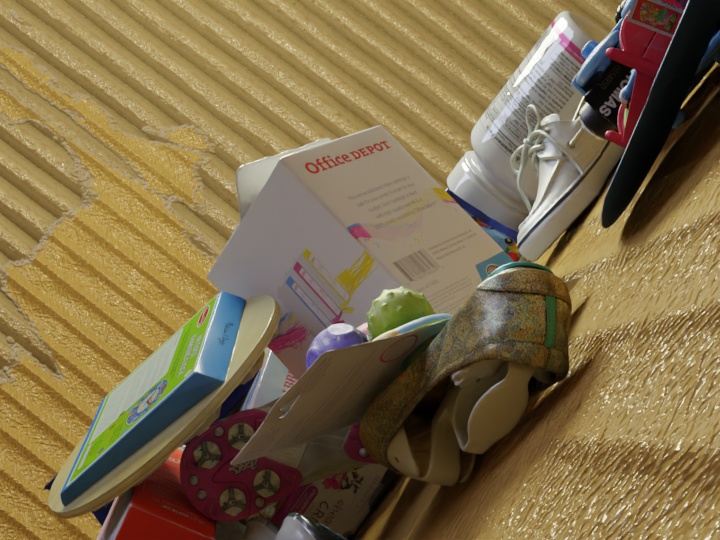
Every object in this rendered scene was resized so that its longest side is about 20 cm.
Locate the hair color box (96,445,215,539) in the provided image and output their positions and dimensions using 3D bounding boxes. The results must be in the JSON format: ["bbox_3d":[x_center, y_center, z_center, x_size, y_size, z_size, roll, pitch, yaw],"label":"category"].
[{"bbox_3d":[-0.142,0.183,0.923,0.200,0.061,0.102,-130,64,-80],"label":"hair color box"}]

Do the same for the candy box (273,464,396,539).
[{"bbox_3d":[-0.017,0.161,1.099,0.137,0.061,0.200,-55,0,2],"label":"candy box"}]

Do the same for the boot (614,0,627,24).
[{"bbox_3d":[0.269,-0.232,1.112,0.158,0.079,0.211,-53,0,-4],"label":"boot"}]

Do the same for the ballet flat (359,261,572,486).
[{"bbox_3d":[0.050,0.073,0.713,0.071,0.071,0.200,-52,-3,-41],"label":"ballet flat"}]

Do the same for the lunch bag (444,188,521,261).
[{"bbox_3d":[0.071,0.039,1.311,0.151,0.094,0.200,-55,-9,-17],"label":"lunch bag"}]

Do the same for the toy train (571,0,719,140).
[{"bbox_3d":[0.222,-0.173,0.932,0.200,0.087,0.114,-53,-7,26],"label":"toy train"}]

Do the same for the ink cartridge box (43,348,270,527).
[{"bbox_3d":[-0.129,0.147,1.155,0.198,0.047,0.200,-44,-29,10],"label":"ink cartridge box"}]

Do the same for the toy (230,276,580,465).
[{"bbox_3d":[0.021,0.042,0.772,0.199,0.047,0.115,-10,-30,-39],"label":"toy"}]

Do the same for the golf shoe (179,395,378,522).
[{"bbox_3d":[-0.020,0.098,0.891,0.199,0.076,0.092,-18,-2,-3],"label":"golf shoe"}]

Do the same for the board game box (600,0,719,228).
[{"bbox_3d":[0.172,-0.125,0.814,0.158,0.039,0.201,-34,-32,-61],"label":"board game box"}]

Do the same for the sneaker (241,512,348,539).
[{"bbox_3d":[-0.050,0.197,0.816,0.087,0.074,0.200,-59,0,-18],"label":"sneaker"}]

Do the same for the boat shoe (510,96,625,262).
[{"bbox_3d":[0.164,-0.099,1.125,0.202,0.086,0.075,-52,-1,-28],"label":"boat shoe"}]

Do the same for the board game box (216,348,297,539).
[{"bbox_3d":[-0.102,0.189,1.033,0.200,0.041,0.200,-75,11,-54],"label":"board game box"}]

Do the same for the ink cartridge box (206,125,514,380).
[{"bbox_3d":[0.000,0.000,0.987,0.128,0.200,0.125,-23,-26,-51],"label":"ink cartridge box"}]

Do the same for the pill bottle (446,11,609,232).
[{"bbox_3d":[0.178,-0.136,1.317,0.200,0.113,0.113,-53,-1,22],"label":"pill bottle"}]

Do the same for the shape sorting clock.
[{"bbox_3d":[-0.128,0.089,0.910,0.200,0.039,0.200,-42,14,13],"label":"shape sorting clock"}]
